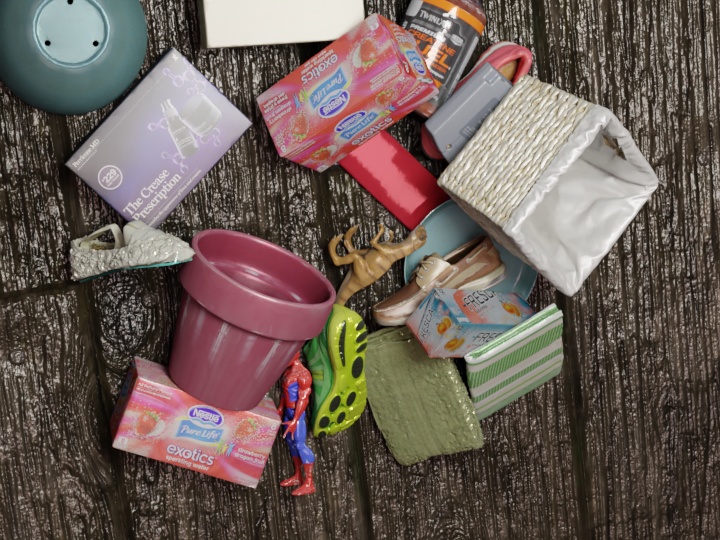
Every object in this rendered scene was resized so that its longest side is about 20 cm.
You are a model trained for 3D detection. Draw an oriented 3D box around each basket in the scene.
[{"bbox_3d":[0.241,-0.113,1.635,0.200,0.161,0.198,-51,140,0],"label":"basket"}]

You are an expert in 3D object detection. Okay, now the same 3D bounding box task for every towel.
[{"bbox_3d":[0.211,0.127,1.743,0.152,0.200,0.023,-30,62,-7],"label":"towel"},{"bbox_3d":[0.076,0.166,1.741,0.148,0.036,0.201,-17,103,28],"label":"towel"}]

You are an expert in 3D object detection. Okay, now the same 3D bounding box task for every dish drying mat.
[{"bbox_3d":[0.057,-0.116,1.741,0.200,0.018,0.077,42,89,-18],"label":"dish drying mat"}]

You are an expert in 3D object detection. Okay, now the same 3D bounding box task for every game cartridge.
[{"bbox_3d":[0.172,-0.183,1.693,0.133,0.041,0.200,-47,141,11],"label":"game cartridge"}]

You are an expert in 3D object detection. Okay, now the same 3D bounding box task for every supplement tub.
[{"bbox_3d":[0.096,-0.301,1.680,0.107,0.107,0.201,25,90,-17],"label":"supplement tub"}]

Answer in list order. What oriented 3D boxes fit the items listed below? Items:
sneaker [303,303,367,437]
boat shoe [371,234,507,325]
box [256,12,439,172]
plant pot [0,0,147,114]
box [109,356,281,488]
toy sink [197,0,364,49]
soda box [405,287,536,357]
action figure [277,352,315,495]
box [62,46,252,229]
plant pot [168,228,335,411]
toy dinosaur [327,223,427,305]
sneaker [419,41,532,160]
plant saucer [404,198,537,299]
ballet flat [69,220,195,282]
[{"bbox_3d":[-0.034,0.133,1.726,0.074,0.084,0.201,-5,118,-28],"label":"sneaker"},{"bbox_3d":[0.099,0.011,1.708,0.199,0.076,0.072,-26,107,-19],"label":"boat shoe"},{"bbox_3d":[-0.017,-0.220,1.607,0.200,0.100,0.096,-32,68,23],"label":"box"},{"bbox_3d":[-0.351,-0.288,1.547,0.199,0.135,0.201,-2,98,-15],"label":"plant pot"},{"bbox_3d":[-0.215,0.197,1.668,0.199,0.095,0.103,20,97,-17],"label":"box"},{"bbox_3d":[-0.105,-0.351,1.617,0.199,0.112,0.131,-6,99,-9],"label":"toy sink"},{"bbox_3d":[0.153,0.070,1.684,0.200,0.064,0.068,4,133,-49],"label":"soda box"},{"bbox_3d":[-0.090,0.199,1.722,0.051,0.065,0.201,-3,100,-22],"label":"action figure"},{"bbox_3d":[-0.257,-0.162,1.622,0.141,0.079,0.200,43,86,-14],"label":"box"},{"bbox_3d":[-0.154,0.071,1.631,0.199,0.200,0.180,20,108,-17],"label":"plant pot"},{"bbox_3d":[0.000,0.000,1.712,0.200,0.060,0.106,-43,81,16],"label":"toy dinosaur"},{"bbox_3d":[0.154,-0.232,1.715,0.074,0.087,0.200,42,86,-15],"label":"sneaker"},{"bbox_3d":[0.151,-0.011,1.766,0.199,0.027,0.201,-5,106,-15],"label":"plant saucer"},{"bbox_3d":[-0.292,-0.027,1.581,0.072,0.199,0.072,16,70,-52],"label":"ballet flat"}]
